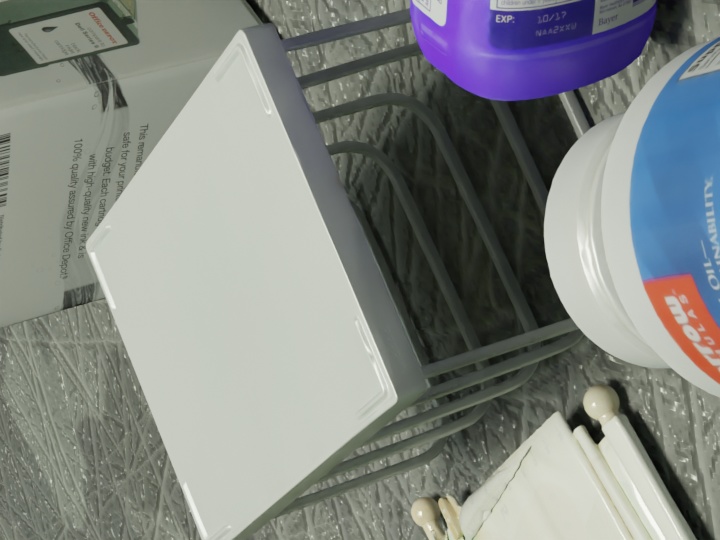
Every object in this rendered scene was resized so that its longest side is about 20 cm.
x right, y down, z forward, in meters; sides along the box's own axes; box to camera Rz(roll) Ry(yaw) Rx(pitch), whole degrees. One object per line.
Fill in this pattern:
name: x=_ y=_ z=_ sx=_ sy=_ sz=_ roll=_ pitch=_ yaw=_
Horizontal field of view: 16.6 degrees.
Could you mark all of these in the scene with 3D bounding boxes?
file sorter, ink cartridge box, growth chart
file sorter: x=0.000 y=0.000 z=0.935 sx=0.139 sy=0.124 sz=0.200 roll=66 pitch=152 yaw=12
ink cartridge box: x=-0.149 y=-0.053 z=1.100 sx=0.084 sy=0.199 sz=0.146 roll=56 pitch=149 yaw=33
growth chart: x=0.086 y=0.130 z=0.973 sx=0.145 sy=0.018 sz=0.200 roll=65 pitch=152 yaw=12

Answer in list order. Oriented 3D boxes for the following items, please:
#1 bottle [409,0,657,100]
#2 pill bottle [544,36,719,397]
bottle: x=0.060 y=-0.153 z=0.774 sx=0.065 sy=0.083 sz=0.201 roll=43 pitch=143 yaw=43
pill bottle: x=0.137 y=-0.018 z=0.687 sx=0.200 sy=0.112 sz=0.113 roll=-14 pitch=94 yaw=63
